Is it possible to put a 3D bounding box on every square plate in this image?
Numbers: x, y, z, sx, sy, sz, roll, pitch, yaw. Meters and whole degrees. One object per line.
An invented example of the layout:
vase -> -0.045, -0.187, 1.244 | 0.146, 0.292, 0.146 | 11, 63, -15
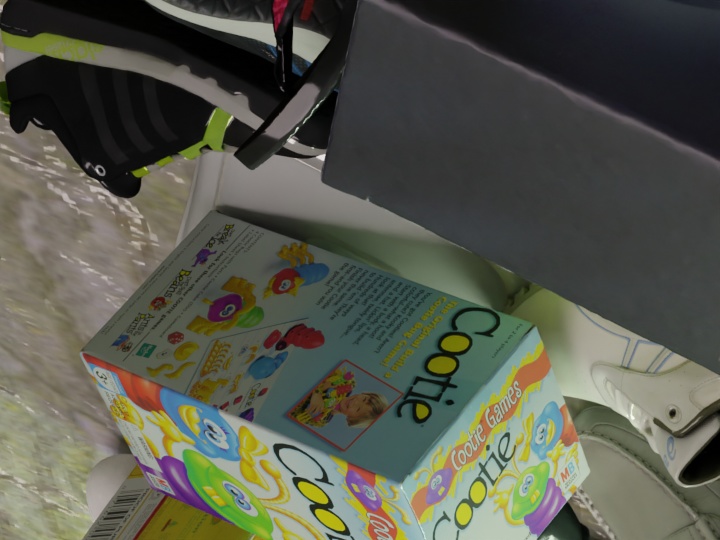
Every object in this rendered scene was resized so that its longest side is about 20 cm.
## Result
square plate -> 0.000, 0.000, 1.418 | 0.198, 0.028, 0.200 | 27, 145, 7

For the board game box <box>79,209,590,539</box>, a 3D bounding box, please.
board game box -> -0.012, 0.065, 1.358 | 0.200, 0.105, 0.103 | 20, 147, 38

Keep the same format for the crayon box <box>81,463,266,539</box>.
crayon box -> -0.065, 0.122, 1.508 | 0.051, 0.127, 0.200 | 44, 155, -17

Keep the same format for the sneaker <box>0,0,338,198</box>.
sneaker -> -0.086, -0.071, 1.337 | 0.200, 0.072, 0.083 | 22, 112, 35

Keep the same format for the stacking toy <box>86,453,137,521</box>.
stacking toy -> -0.080, 0.174, 1.637 | 0.200, 0.146, 0.146 | 38, 149, 19

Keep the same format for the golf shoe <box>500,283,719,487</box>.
golf shoe -> 0.135, 0.048, 1.300 | 0.199, 0.097, 0.078 | -3, 141, 38

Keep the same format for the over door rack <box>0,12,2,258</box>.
over door rack -> -0.235, -0.101, 1.428 | 0.147, 0.067, 0.201 | 18, 123, 20

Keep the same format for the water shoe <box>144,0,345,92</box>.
water shoe -> -0.003, -0.111, 1.262 | 0.199, 0.072, 0.079 | 24, 180, -1

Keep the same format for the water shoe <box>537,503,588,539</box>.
water shoe -> 0.025, 0.155, 1.493 | 0.200, 0.072, 0.079 | -22, 124, 40

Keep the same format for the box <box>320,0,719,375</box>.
box -> 0.119, -0.090, 1.055 | 0.198, 0.200, 0.123 | 25, 146, 9

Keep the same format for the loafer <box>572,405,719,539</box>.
loafer -> 0.167, 0.145, 1.405 | 0.200, 0.070, 0.070 | 41, 139, 13

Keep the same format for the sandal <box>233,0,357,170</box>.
sandal -> -0.001, -0.128, 1.165 | 0.045, 0.075, 0.200 | 31, 113, -4
